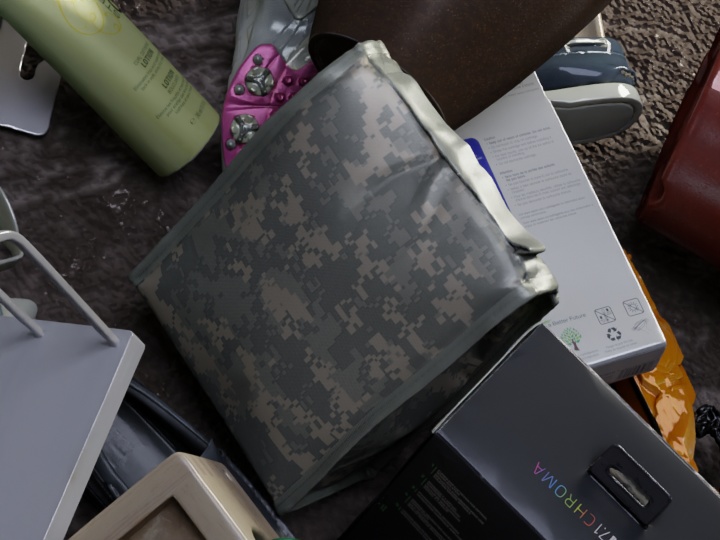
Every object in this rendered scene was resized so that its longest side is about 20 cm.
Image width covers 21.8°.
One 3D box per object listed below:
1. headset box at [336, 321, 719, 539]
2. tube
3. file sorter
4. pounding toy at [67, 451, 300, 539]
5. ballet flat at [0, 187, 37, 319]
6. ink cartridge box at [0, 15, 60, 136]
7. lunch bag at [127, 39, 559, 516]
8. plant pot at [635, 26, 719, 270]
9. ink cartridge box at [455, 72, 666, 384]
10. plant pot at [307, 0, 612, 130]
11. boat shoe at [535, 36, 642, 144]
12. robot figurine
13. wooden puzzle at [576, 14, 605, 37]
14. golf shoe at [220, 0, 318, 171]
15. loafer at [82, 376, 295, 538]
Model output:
[{"bbox_3d":[0.095,0.146,0.954,0.174,0.200,0.093,44,58,7],"label":"headset box"},{"bbox_3d":[-0.162,-0.138,1.051,0.052,0.058,0.200,-45,112,-3],"label":"tube"},{"bbox_3d":[-0.231,0.054,0.865,0.198,0.125,0.140,5,61,29],"label":"file sorter"},{"bbox_3d":[-0.062,0.197,0.899,0.199,0.142,0.185,-39,79,0],"label":"pounding toy"},{"bbox_3d":[-0.207,0.005,1.002,0.073,0.074,0.202,-5,69,-22],"label":"ballet flat"},{"bbox_3d":[-0.260,-0.163,1.067,0.198,0.067,0.117,14,59,-12],"label":"ink cartridge box"},{"bbox_3d":[0.000,0.000,0.987,0.117,0.200,0.165,-15,66,-54],"label":"lunch bag"},{"bbox_3d":[0.285,-0.057,1.146,0.194,0.201,0.202,25,57,5],"label":"plant pot"},{"bbox_3d":[0.091,-0.022,1.078,0.098,0.039,0.202,-14,64,-14],"label":"ink cartridge box"},{"bbox_3d":[0.062,-0.179,1.059,0.186,0.187,0.201,34,73,0],"label":"plant pot"},{"bbox_3d":[0.077,-0.115,1.156,0.198,0.075,0.062,-6,62,-11],"label":"boat shoe"},{"bbox_3d":[0.149,0.091,1.086,0.144,0.058,0.202,-12,67,-24],"label":"robot figurine"},{"bbox_3d":[0.072,-0.235,1.216,0.198,0.046,0.187,10,60,-30],"label":"wooden puzzle"},{"bbox_3d":[-0.044,-0.128,1.128,0.074,0.091,0.202,13,82,-11],"label":"golf shoe"},{"bbox_3d":[-0.092,0.121,0.975,0.200,0.071,0.068,42,56,4],"label":"loafer"}]
